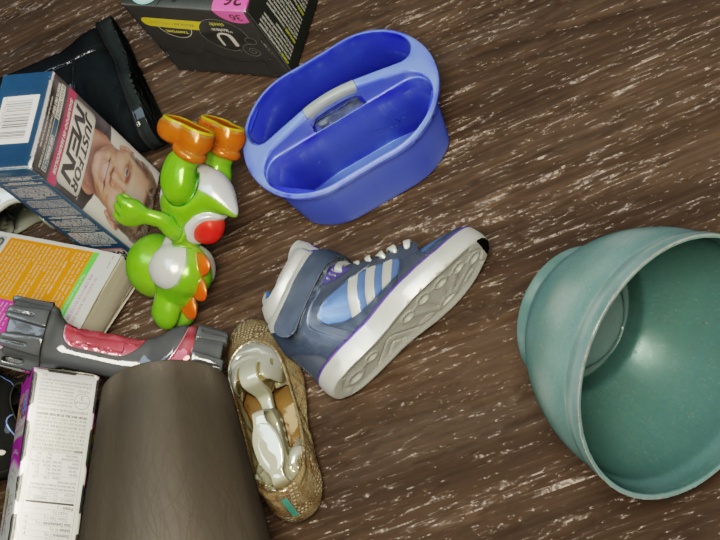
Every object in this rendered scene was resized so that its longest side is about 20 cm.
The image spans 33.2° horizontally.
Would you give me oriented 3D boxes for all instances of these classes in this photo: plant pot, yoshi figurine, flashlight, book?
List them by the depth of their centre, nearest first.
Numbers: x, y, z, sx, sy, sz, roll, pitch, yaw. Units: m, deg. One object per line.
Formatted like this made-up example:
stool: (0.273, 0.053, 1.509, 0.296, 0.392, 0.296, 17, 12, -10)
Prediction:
plant pot: (0.204, 0.054, 0.928, 0.201, 0.200, 0.134, -51, 33, -6)
flashlight: (-0.221, 0.066, 1.094, 0.197, 0.069, 0.068, 14, 32, -6)
yoshi figurine: (-0.177, -0.048, 1.142, 0.111, 0.112, 0.202, 11, 106, -11)
book: (-0.340, 0.030, 1.186, 0.198, 0.048, 0.134, 12, 54, 21)

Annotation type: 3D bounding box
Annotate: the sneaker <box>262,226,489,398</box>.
sneaker: (0.000, 0.000, 1.078, 0.200, 0.081, 0.147, -44, 62, 2)

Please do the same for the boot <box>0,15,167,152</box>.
boot: (-0.302, -0.162, 1.269, 0.167, 0.077, 0.201, -30, 53, 2)

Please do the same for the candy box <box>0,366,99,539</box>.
candy box: (-0.276, 0.193, 1.052, 0.060, 0.136, 0.203, 10, 77, -18)

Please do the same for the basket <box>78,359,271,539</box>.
basket: (-0.157, 0.188, 0.999, 0.178, 0.137, 0.202, -8, 60, -4)

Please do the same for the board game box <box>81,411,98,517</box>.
board game box: (-0.199, 0.193, 1.094, 0.198, 0.039, 0.159, 16, 74, 27)

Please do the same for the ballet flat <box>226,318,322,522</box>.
ballet flat: (-0.080, 0.121, 1.066, 0.070, 0.065, 0.202, -25, 61, 6)

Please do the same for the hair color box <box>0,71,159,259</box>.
hair color box: (-0.271, -0.095, 1.157, 0.060, 0.200, 0.101, -1, 67, 21)

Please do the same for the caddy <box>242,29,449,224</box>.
caddy: (-0.013, -0.136, 1.128, 0.199, 0.105, 0.142, -30, 59, 7)

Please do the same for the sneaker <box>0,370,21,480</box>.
sneaker: (-0.368, 0.124, 1.183, 0.077, 0.071, 0.200, -27, 54, -15)

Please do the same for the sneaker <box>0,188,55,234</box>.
sneaker: (-0.394, -0.077, 1.271, 0.198, 0.074, 0.090, 1, 66, 22)

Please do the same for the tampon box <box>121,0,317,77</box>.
tampon box: (-0.127, -0.320, 1.243, 0.148, 0.126, 0.202, 8, 71, 25)
